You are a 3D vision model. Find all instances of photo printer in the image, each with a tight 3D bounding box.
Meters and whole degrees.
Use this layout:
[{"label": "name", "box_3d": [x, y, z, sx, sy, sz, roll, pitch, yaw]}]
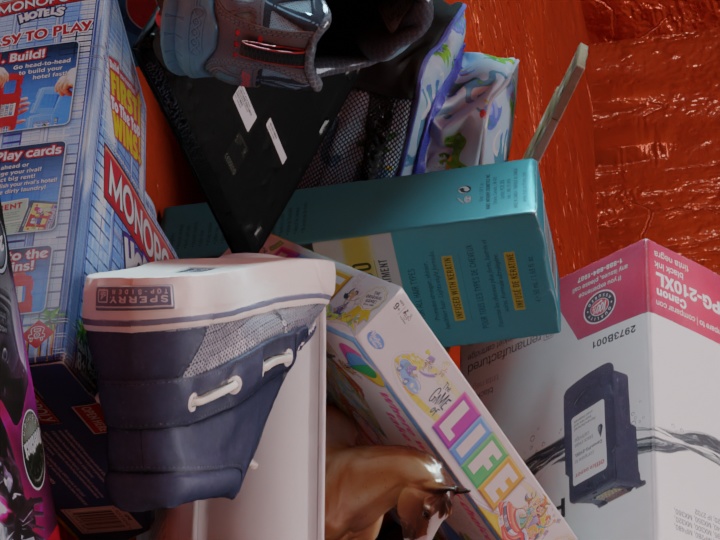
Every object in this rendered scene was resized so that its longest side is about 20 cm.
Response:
[{"label": "photo printer", "box_3d": [-0.061, 0.117, 1.174, 0.167, 0.069, 0.200, 115, -21, -55]}]

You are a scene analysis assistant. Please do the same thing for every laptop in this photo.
[{"label": "laptop", "box_3d": [-0.072, -0.138, 1.233, 0.200, 0.103, 0.177, -62, 152, -24]}]

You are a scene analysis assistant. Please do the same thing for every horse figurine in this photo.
[{"label": "horse figurine", "box_3d": [-0.027, 0.115, 1.277, 0.133, 0.050, 0.200, -63, -155, 11]}]

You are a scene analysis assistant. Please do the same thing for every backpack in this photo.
[{"label": "backpack", "box_3d": [0.004, -0.049, 1.456, 0.183, 0.147, 0.200, -62, 171, -69]}]

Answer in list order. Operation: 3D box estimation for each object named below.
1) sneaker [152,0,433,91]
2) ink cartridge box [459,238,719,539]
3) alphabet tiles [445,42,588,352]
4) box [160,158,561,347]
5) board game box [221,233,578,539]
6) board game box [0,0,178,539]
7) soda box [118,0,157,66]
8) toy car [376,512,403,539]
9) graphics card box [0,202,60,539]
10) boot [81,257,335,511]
[{"label": "sneaker", "box_3d": [-0.004, -0.121, 1.146, 0.200, 0.095, 0.079, -39, 142, -49]}, {"label": "ink cartridge box", "box_3d": [0.129, 0.107, 1.389, 0.084, 0.145, 0.200, 25, 54, -36]}, {"label": "alphabet tiles", "box_3d": [0.083, -0.034, 1.479, 0.167, 0.008, 0.200, -62, 177, -77]}, {"label": "box", "box_3d": [0.000, 0.000, 1.348, 0.049, 0.199, 0.082, -86, 165, -53]}, {"label": "board game box", "box_3d": [0.020, 0.072, 1.295, 0.134, 0.034, 0.200, 23, -26, 53]}, {"label": "board game box", "box_3d": [-0.119, -0.011, 1.098, 0.200, 0.061, 0.200, 62, 24, -63]}, {"label": "soda box", "box_3d": [-0.087, -0.157, 1.354, 0.200, 0.064, 0.068, -61, 143, -73]}, {"label": "toy car", "box_3d": [0.013, 0.155, 1.532, 0.150, 0.175, 0.200, 48, 4, 12]}, {"label": "graphics card box", "box_3d": [-0.149, 0.080, 0.912, 0.125, 0.051, 0.201, -51, 133, -75]}, {"label": "boot", "box_3d": [-0.061, 0.042, 1.052, 0.200, 0.073, 0.091, -10, 99, -71]}]
